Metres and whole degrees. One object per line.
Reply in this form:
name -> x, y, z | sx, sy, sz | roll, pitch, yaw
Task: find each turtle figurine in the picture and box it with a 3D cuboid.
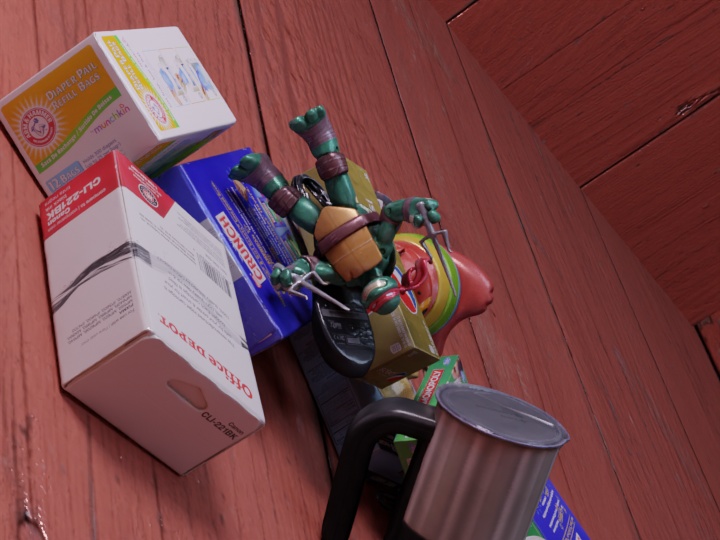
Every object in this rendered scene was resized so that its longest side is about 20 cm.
turtle figurine -> -0.015, -0.029, 1.498 | 0.201, 0.149, 0.101 | 55, -9, 11

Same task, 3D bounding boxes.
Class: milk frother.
milk frother -> 0.069, 0.210, 1.445 | 0.179, 0.189, 0.200 | 13, 16, -17

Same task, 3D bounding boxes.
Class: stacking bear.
stacking bear -> 0.042, 0.017, 1.738 | 0.114, 0.121, 0.200 | 46, 7, 13

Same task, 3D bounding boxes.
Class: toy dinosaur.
toy dinosaur -> 0.028, 0.097, 1.678 | 0.201, 0.058, 0.101 | 61, 20, 19

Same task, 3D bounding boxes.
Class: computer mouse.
computer mouse -> -0.031, 0.006, 1.553 | 0.058, 0.034, 0.201 | 9, 54, -36

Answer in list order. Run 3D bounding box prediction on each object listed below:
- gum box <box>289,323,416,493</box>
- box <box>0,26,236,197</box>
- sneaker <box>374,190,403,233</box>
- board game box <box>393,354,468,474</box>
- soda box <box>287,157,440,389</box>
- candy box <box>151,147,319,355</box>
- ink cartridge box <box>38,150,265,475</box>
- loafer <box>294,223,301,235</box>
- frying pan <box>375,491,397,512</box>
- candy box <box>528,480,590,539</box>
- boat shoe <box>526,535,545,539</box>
gum box -> 0.006, 0.120, 1.754 | 0.170, 0.044, 0.201 | 33, 28, -55
box -> -0.200, -0.129, 1.490 | 0.102, 0.112, 0.200 | 57, 15, 0
sneaker -> -0.011, -0.032, 1.857 | 0.077, 0.113, 0.200 | 24, 5, 7
board game box -> 0.090, 0.199, 1.663 | 0.135, 0.029, 0.201 | -58, 135, -53
soda box -> 0.000, 0.000, 1.611 | 0.068, 0.064, 0.201 | 29, 36, -64
candy box -> -0.112, -0.013, 1.564 | 0.170, 0.077, 0.200 | 60, 14, 0
ink cartridge box -> -0.158, 0.032, 1.345 | 0.144, 0.083, 0.201 | 44, 19, -41
loafer -> -0.076, -0.051, 1.738 | 0.200, 0.070, 0.070 | 45, 6, 38
frying pan -> 0.078, 0.261, 1.704 | 0.189, 0.031, 0.116 | 2, 65, -54
candy box -> 0.158, 0.251, 1.899 | 0.201, 0.077, 0.169 | 55, 14, 0
boat shoe -> 0.172, 0.289, 1.673 | 0.071, 0.070, 0.200 | 48, 18, 1
